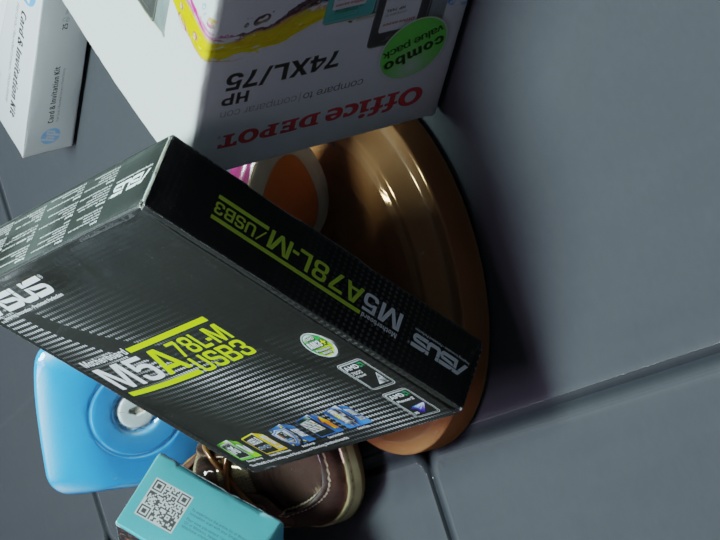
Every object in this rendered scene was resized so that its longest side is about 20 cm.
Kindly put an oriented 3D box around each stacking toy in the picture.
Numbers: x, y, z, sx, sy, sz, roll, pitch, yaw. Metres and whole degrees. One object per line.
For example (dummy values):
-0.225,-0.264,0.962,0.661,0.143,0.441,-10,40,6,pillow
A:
-0.163,0.049,1.574,0.200,0.116,0.110,-130,34,-63,stacking toy

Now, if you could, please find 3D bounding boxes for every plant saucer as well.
0.000,0.000,1.295,0.200,0.032,0.201,38,136,48,plant saucer

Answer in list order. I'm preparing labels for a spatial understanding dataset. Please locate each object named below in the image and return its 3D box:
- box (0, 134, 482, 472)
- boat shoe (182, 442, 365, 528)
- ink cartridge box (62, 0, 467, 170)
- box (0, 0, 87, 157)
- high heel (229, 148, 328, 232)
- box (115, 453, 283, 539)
-0.072,0.024,1.221,0.200,0.193,0.048,-20,45,53,box
-0.063,0.121,1.428,0.200,0.072,0.072,-17,89,63,boat shoe
-0.039,-0.174,1.153,0.146,0.146,0.200,54,147,32,ink cartridge box
-0.238,-0.197,1.627,0.200,0.041,0.156,54,147,31,box
-0.069,-0.022,1.309,0.096,0.067,0.200,43,153,29,high heel
-0.091,0.178,1.442,0.082,0.049,0.200,28,158,11,box
